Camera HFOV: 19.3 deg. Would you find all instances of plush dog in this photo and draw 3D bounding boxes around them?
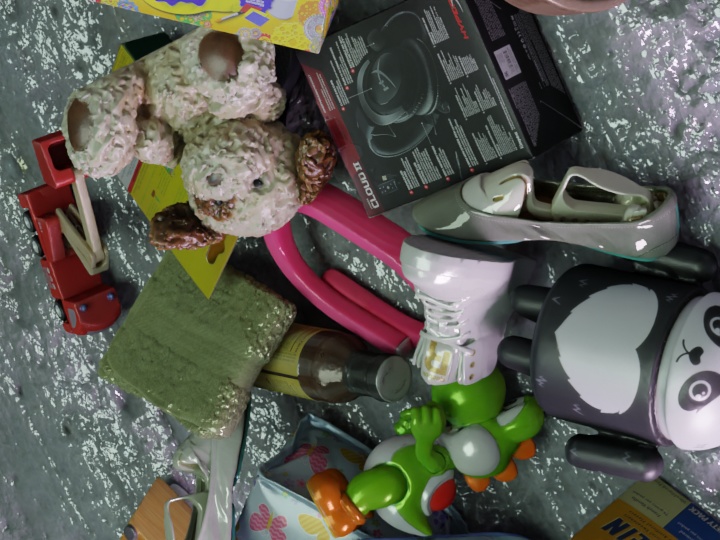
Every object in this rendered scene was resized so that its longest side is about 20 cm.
[{"bbox_3d":[-0.112,-0.106,1.696,0.200,0.160,0.172,-24,98,24],"label":"plush dog"}]

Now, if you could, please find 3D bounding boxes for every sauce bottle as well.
[{"bbox_3d":[-0.034,0.082,1.816,0.200,0.065,0.065,11,118,49],"label":"sauce bottle"}]

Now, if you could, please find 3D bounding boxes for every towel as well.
[{"bbox_3d":[-0.144,0.060,1.864,0.200,0.036,0.149,23,82,49],"label":"towel"}]

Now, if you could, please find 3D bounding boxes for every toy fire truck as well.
[{"bbox_3d":[-0.261,-0.033,1.947,0.141,0.049,0.201,8,118,63],"label":"toy fire truck"}]

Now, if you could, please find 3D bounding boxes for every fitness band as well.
[{"bbox_3d":[0.000,0.000,1.753,0.200,0.037,0.144,32,152,24],"label":"fitness band"}]

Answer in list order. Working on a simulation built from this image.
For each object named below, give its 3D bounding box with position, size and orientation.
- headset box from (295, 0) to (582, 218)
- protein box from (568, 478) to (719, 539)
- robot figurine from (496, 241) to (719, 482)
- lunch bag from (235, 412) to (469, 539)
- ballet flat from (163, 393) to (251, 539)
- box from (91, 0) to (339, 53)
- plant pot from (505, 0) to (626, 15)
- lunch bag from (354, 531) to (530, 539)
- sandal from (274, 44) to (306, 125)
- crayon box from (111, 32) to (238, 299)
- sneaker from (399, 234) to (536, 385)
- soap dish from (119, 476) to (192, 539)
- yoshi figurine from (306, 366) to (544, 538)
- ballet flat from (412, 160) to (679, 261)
[{"bbox_3d":[0.052,-0.138,1.651,0.200,0.077,0.149,-20,97,44],"label":"headset box"},{"bbox_3d":[0.195,0.305,1.663,0.135,0.200,0.199,36,130,20],"label":"protein box"},{"bbox_3d":[0.205,0.063,1.585,0.200,0.125,0.151,13,124,30],"label":"robot figurine"},{"bbox_3d":[-0.011,0.255,1.866,0.200,0.127,0.170,31,129,8],"label":"lunch bag"},{"bbox_3d":[-0.136,0.190,1.838,0.069,0.069,0.201,-7,72,41],"label":"ballet flat"},{"bbox_3d":[-0.102,-0.276,1.581,0.199,0.193,0.122,14,122,2],"label":"box"},{"bbox_3d":[0.094,-0.268,1.480,0.174,0.200,0.201,-4,108,50],"label":"plant pot"},{"bbox_3d":[0.057,0.300,1.782,0.083,0.199,0.161,-106,20,-46],"label":"lunch bag"},{"bbox_3d":[-0.078,-0.155,1.781,0.076,0.043,0.200,42,138,27],"label":"sandal"},{"bbox_3d":[-0.151,-0.090,1.830,0.200,0.051,0.127,53,141,21],"label":"crayon box"},{"bbox_3d":[0.073,0.036,1.614,0.074,0.200,0.116,21,96,24],"label":"sneaker"},{"bbox_3d":[-0.165,0.322,2.054,0.200,0.081,0.158,43,132,16],"label":"soap dish"},{"bbox_3d":[0.050,0.136,1.741,0.112,0.200,0.113,58,-173,-44],"label":"yoshi figurine"},{"bbox_3d":[0.138,-0.053,1.569,0.199,0.067,0.064,8,129,10],"label":"ballet flat"}]
